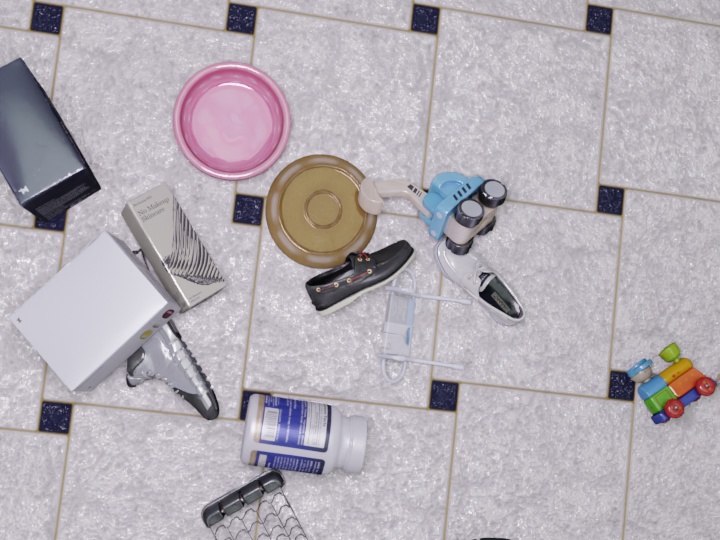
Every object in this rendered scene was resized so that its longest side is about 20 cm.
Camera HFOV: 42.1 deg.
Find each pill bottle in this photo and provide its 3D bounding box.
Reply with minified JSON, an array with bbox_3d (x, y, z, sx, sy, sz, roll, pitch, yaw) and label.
[{"bbox_3d":[-0.093,0.275,1.543,0.198,0.116,0.117,10,84,-7],"label":"pill bottle"}]

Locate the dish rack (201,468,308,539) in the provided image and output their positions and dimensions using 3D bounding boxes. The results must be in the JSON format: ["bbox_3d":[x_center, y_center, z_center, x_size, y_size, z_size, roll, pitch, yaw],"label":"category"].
[{"bbox_3d":[-0.159,0.453,1.553,0.152,0.055,0.201,-28,92,-8],"label":"dish rack"}]

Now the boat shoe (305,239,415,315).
[{"bbox_3d":[0.001,0.001,1.593,0.200,0.074,0.064,-29,112,-6],"label":"boat shoe"}]

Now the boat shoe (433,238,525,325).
[{"bbox_3d":[0.209,0.019,1.628,0.072,0.066,0.200,-41,91,-11],"label":"boat shoe"}]

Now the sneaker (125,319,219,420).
[{"bbox_3d":[-0.323,0.180,1.546,0.115,0.075,0.201,-32,80,-4],"label":"sneaker"}]

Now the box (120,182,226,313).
[{"bbox_3d":[-0.310,-0.036,1.551,0.082,0.068,0.201,-33,92,-26],"label":"box"}]

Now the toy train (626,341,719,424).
[{"bbox_3d":[0.581,0.176,1.669,0.199,0.085,0.116,-32,77,-9],"label":"toy train"}]

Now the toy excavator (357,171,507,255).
[{"bbox_3d":[0.121,-0.119,1.611,0.200,0.100,0.194,40,57,19],"label":"toy excavator"}]

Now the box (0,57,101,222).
[{"bbox_3d":[-0.517,-0.199,1.476,0.117,0.200,0.198,-31,91,-9],"label":"box"}]

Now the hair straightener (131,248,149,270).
[{"bbox_3d":[-0.406,0.055,1.559,0.076,0.041,0.201,29,78,-5],"label":"hair straightener"}]

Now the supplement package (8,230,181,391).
[{"bbox_3d":[-0.414,0.067,1.474,0.200,0.111,0.156,-43,84,-4],"label":"supplement package"}]

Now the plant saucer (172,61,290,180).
[{"bbox_3d":[-0.219,-0.252,1.597,0.198,0.051,0.203,1,86,-9],"label":"plant saucer"}]

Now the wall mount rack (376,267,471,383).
[{"bbox_3d":[0.106,0.100,1.610,0.173,0.074,0.202,12,84,-45],"label":"wall mount rack"}]

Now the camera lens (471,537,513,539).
[{"bbox_3d":[0.217,0.555,1.543,0.158,0.160,0.203,-4,86,-8],"label":"camera lens"}]

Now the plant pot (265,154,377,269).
[{"bbox_3d":[-0.066,-0.104,1.620,0.198,0.027,0.203,1,87,-8],"label":"plant pot"}]
